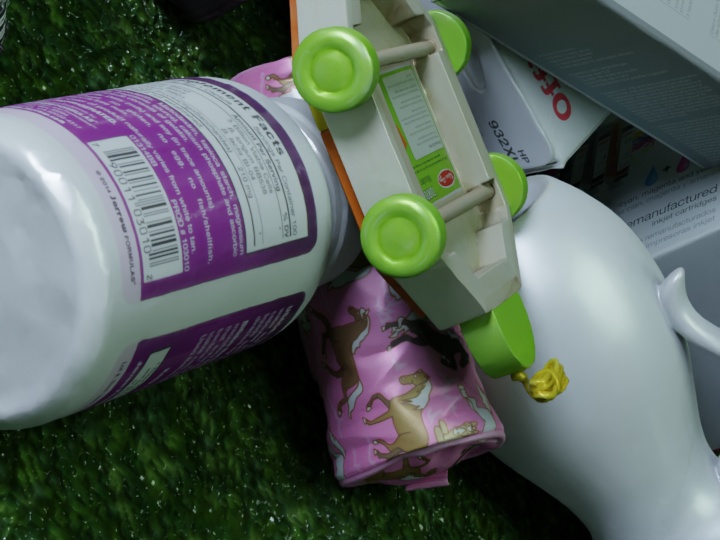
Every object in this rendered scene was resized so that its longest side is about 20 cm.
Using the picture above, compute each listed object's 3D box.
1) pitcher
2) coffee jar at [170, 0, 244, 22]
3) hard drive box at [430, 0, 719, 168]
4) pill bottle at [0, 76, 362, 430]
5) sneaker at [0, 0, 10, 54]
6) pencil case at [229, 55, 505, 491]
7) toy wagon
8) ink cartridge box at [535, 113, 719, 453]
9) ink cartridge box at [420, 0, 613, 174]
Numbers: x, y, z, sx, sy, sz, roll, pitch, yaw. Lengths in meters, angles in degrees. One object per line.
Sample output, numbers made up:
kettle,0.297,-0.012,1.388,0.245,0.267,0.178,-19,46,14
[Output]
pitcher,0.129,0.047,0.935,0.200,0.171,0.121,56,29,-13
coffee jar,-0.094,-0.203,0.855,0.200,0.104,0.085,46,48,-25
hard drive box,0.142,-0.160,0.924,0.200,0.077,0.156,27,68,-37
pill bottle,-0.081,-0.015,0.747,0.200,0.112,0.112,-18,84,-57
sneaker,-0.162,-0.112,0.746,0.200,0.078,0.085,-45,113,-45
pencil case,0.000,0.000,0.872,0.086,0.083,0.200,-1,69,-54
toy wagon,0.030,-0.034,0.809,0.200,0.040,0.155,68,20,-3
ink cartridge box,0.188,-0.021,1.083,0.145,0.145,0.200,46,38,-26
ink cartridge box,0.089,-0.158,0.986,0.200,0.084,0.145,-46,113,-36
